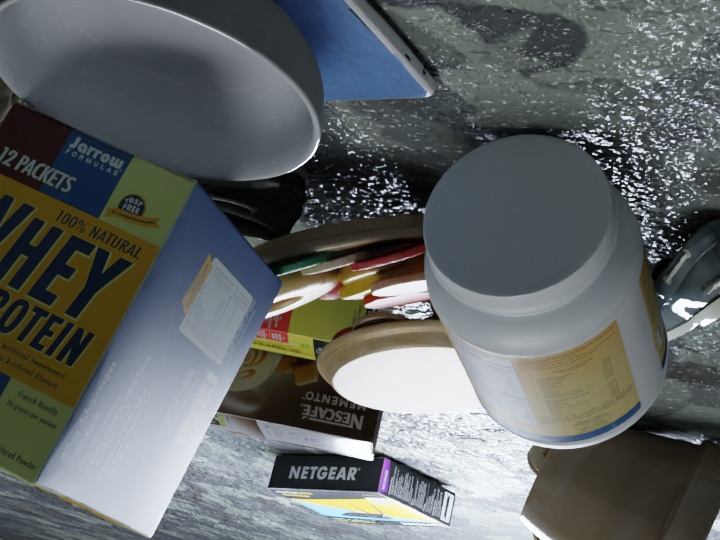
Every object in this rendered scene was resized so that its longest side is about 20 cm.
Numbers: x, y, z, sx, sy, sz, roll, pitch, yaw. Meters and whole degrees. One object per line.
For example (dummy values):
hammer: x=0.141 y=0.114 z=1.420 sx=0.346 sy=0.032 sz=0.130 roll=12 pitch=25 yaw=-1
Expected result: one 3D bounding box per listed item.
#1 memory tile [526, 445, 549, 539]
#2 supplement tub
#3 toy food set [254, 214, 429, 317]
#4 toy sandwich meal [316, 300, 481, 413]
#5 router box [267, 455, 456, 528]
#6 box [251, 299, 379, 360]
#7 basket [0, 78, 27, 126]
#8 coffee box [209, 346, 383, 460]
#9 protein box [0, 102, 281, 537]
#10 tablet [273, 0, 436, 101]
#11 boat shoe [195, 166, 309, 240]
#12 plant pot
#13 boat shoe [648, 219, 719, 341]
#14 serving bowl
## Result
memory tile: x=0.247 y=0.276 z=1.694 sx=0.153 sy=0.201 sz=0.017 roll=22 pitch=130 yaw=-18
supplement tub: x=0.125 y=0.017 z=1.073 sx=0.144 sy=0.145 sz=0.200 roll=5 pitch=150 yaw=22
toy food set: x=0.000 y=0.000 z=1.180 sx=0.199 sy=0.049 sz=0.197 roll=0 pitch=168 yaw=-40
toy sandwich meal: x=0.061 y=0.063 z=1.348 sx=0.204 sy=0.071 sz=0.205 roll=0 pitch=155 yaw=0
router box: x=0.001 y=0.287 z=2.072 sx=0.199 sy=0.051 sz=0.149 roll=-6 pitch=152 yaw=43
box: x=-0.082 y=0.041 z=1.439 sx=0.199 sy=0.050 sz=0.075 roll=12 pitch=162 yaw=4
basket: x=-0.315 y=-0.034 z=1.053 sx=0.160 sy=0.201 sz=0.199 roll=13 pitch=137 yaw=14
coffee box: x=-0.074 y=0.100 z=1.504 sx=0.199 sy=0.115 sz=0.080 roll=12 pitch=161 yaw=5
protein box: x=-0.172 y=0.038 z=1.007 sx=0.134 sy=0.199 sz=0.200 roll=23 pitch=169 yaw=19
tablet: x=-0.065 y=-0.137 z=0.983 sx=0.199 sy=0.014 sz=0.130 roll=2 pitch=158 yaw=31
boat shoe: x=-0.129 y=-0.051 z=1.198 sx=0.199 sy=0.057 sz=0.067 roll=-1 pitch=157 yaw=33
plant pot: x=0.261 y=0.238 z=1.601 sx=0.173 sy=0.201 sz=0.200 roll=25 pitch=163 yaw=11
boat shoe: x=0.237 y=0.009 z=1.163 sx=0.062 sy=0.073 sz=0.200 roll=57 pitch=167 yaw=4
serving bowl: x=-0.111 y=-0.128 z=0.919 sx=0.199 sy=0.066 sz=0.200 roll=14 pitch=158 yaw=6
